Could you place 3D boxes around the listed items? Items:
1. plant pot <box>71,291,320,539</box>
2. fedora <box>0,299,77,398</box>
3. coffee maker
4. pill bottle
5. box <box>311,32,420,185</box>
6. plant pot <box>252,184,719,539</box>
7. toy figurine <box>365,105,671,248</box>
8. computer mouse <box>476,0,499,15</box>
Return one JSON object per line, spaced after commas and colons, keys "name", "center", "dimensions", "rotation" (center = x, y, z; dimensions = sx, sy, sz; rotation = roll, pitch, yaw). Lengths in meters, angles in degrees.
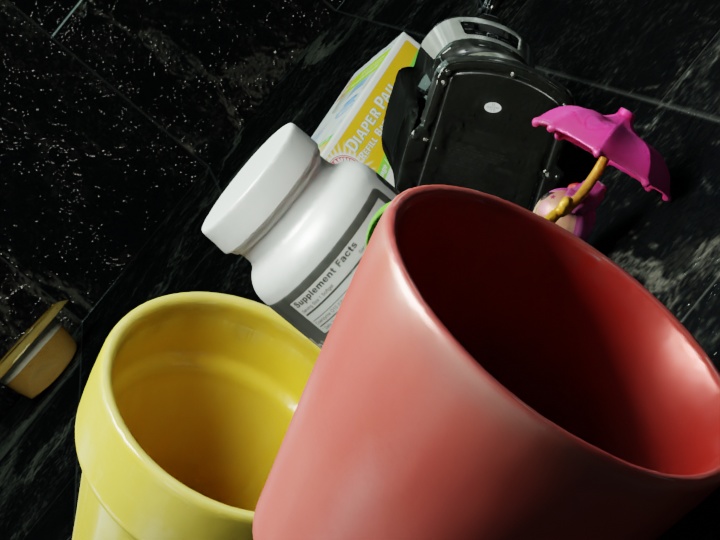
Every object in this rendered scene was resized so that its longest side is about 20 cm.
{"name": "plant pot", "center": [-0.112, 0.149, 1.411], "dimensions": [0.189, 0.200, 0.201], "rotation": [-60, 3, 38]}
{"name": "fedora", "center": [-0.503, 0.137, 3.213], "dimensions": [0.201, 0.082, 0.201], "rotation": [-46, 7, 8]}
{"name": "coffee maker", "center": [0.071, -0.087, 1.546], "dimensions": [0.192, 0.135, 0.200], "rotation": [-50, 11, 10]}
{"name": "pill bottle", "center": [0.000, 0.000, 1.376], "dimensions": [0.116, 0.200, 0.116], "rotation": [-48, 11, 13]}
{"name": "box", "center": [0.009, -0.104, 1.919], "dimensions": [0.200, 0.101, 0.112], "rotation": [-57, 13, -29]}
{"name": "plant pot", "center": [0.050, 0.090, 0.973], "dimensions": [0.178, 0.200, 0.201], "rotation": [-55, 8, 25]}
{"name": "toy figurine", "center": [0.113, -0.016, 1.276], "dimensions": [0.184, 0.150, 0.200], "rotation": [-42, -19, -31]}
{"name": "computer mouse", "center": [0.166, -0.341, 2.258], "dimensions": [0.059, 0.034, 0.201], "rotation": [-51, 14, 51]}
